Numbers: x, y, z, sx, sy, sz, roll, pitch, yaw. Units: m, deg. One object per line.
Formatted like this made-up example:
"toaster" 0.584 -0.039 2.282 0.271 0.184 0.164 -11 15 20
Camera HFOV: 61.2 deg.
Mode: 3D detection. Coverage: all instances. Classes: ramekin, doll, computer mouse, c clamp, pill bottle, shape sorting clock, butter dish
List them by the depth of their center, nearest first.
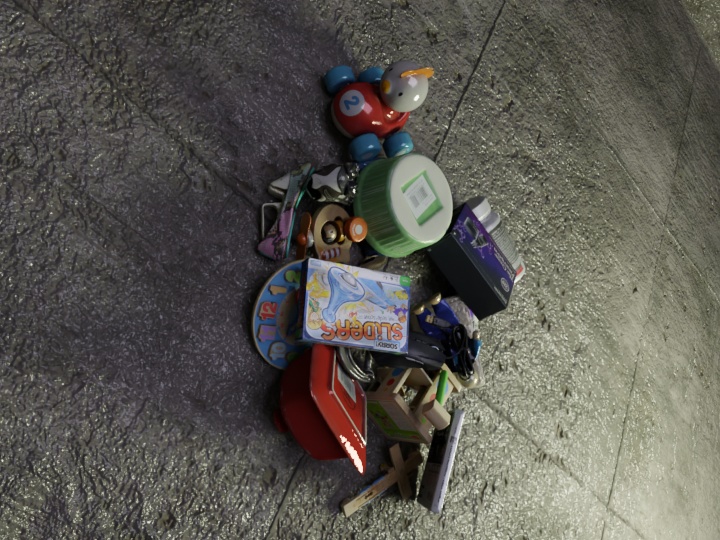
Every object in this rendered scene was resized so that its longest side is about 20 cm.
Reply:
"butter dish" -0.081 0.234 1.039 0.201 0.146 0.200 61 14 -24
"shape sorting clock" -0.104 0.080 1.079 0.198 0.039 0.203 -10 107 -34
"c clamp" 0.008 0.127 1.127 0.172 0.027 0.201 58 28 -32
"computer mouse" 0.117 0.124 1.132 0.197 0.046 0.141 11 41 -4
"ramekin" 0.090 -0.132 1.199 0.198 0.097 0.203 7 78 -38
"doll" 0.179 0.151 1.248 0.201 0.136 0.048 58 11 -4
"pill bottle" 0.289 -0.063 1.404 0.114 0.113 0.201 -42 109 -36

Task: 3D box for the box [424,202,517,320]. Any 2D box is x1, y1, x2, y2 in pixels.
"box" 0.237 -0.020 1.285 0.201 0.078 0.141 51 40 -13

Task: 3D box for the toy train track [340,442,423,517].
"toy train track" 0.039 0.408 1.178 0.198 0.032 0.116 -24 105 -34

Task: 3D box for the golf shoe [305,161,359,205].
"golf shoe" -0.054 -0.162 1.117 0.093 0.200 0.079 -4 88 -5

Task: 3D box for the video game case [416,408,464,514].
"video game case" 0.153 0.364 1.175 0.023 0.200 0.184 16 74 3

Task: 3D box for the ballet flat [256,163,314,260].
"ballet flat" -0.141 -0.116 1.099 0.070 0.069 0.202 18 70 -8

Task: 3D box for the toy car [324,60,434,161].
"toy car" 0.055 -0.343 1.181 0.175 0.199 0.187 -13 77 -39

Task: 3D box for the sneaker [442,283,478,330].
"sneaker" 0.209 0.078 1.344 0.099 0.069 0.203 11 75 -34

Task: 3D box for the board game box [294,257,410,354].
"board game box" -0.009 0.064 1.036 0.198 0.034 0.137 10 74 -25

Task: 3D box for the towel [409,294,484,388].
"towel" 0.181 0.159 1.289 0.131 0.034 0.203 -12 93 1

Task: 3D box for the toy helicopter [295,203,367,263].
"toy helicopter" -0.075 -0.026 1.129 0.131 0.078 0.203 19 83 -42

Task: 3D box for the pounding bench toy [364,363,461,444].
"pounding bench toy" 0.120 0.227 1.161 0.125 0.199 0.156 53 56 -19

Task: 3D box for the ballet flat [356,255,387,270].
"ballet flat" 0.000 0.000 1.154 0.046 0.067 0.200 49 26 1

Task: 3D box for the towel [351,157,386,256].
"towel" 0.040 -0.131 1.253 0.111 0.048 0.203 -7 87 -39
